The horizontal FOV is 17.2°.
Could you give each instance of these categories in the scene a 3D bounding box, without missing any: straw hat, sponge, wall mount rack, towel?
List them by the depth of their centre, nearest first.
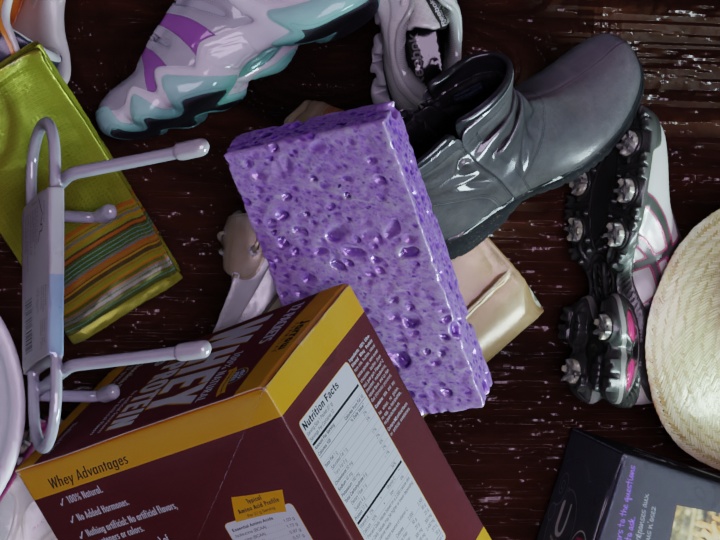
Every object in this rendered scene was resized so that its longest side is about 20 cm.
[{"bbox_3d":[-0.148,0.003,1.386,0.074,0.174,0.202,3,77,-23],"label":"wall mount rack"},{"bbox_3d":[0.000,0.000,1.455,0.111,0.030,0.201,-9,116,25],"label":"sponge"},{"bbox_3d":[-0.187,-0.044,1.477,0.086,0.018,0.201,-35,129,-8],"label":"towel"},{"bbox_3d":[0.291,0.051,1.563,0.200,0.085,0.203,-6,101,-30],"label":"straw hat"}]

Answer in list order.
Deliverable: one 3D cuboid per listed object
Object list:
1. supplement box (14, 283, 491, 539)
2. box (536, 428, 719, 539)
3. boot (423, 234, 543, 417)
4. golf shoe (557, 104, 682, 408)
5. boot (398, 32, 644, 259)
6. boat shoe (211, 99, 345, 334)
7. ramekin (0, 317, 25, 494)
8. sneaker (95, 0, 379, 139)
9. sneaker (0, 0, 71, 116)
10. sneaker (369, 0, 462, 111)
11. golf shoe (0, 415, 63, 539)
[{"bbox_3d":[-0.062,0.148,1.452,0.196,0.133,0.201,-20,106,31],"label":"supplement box"},{"bbox_3d":[0.229,0.188,1.573,0.199,0.122,0.107,19,90,-12],"label":"box"},{"bbox_3d":[0.045,0.085,1.558,0.200,0.066,0.175,-43,101,-7],"label":"boot"},{"bbox_3d":[0.185,-0.010,1.584,0.088,0.077,0.202,2,97,-31],"label":"golf shoe"},{"bbox_3d":[0.099,-0.099,1.493,0.200,0.132,0.070,-44,63,-12],"label":"boot"},{"bbox_3d":[-0.056,-0.014,1.531,0.068,0.075,0.201,32,90,9],"label":"boat shoe"},{"bbox_3d":[-0.301,0.077,1.459,0.199,0.098,0.202,0,95,-3],"label":"ramekin"},{"bbox_3d":[-0.100,-0.180,1.510,0.199,0.078,0.141,-28,80,4],"label":"sneaker"},{"bbox_3d":[-0.233,-0.111,1.467,0.079,0.078,0.201,18,90,25],"label":"sneaker"},{"bbox_3d":[0.031,-0.188,1.526,0.075,0.081,0.201,-15,96,-8],"label":"sneaker"},{"bbox_3d":[-0.218,0.194,1.510,0.091,0.075,0.201,31,89,-15],"label":"golf shoe"}]
